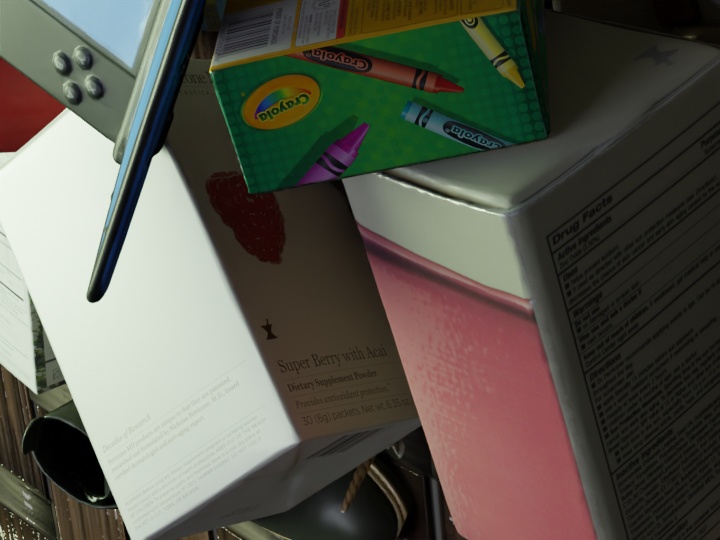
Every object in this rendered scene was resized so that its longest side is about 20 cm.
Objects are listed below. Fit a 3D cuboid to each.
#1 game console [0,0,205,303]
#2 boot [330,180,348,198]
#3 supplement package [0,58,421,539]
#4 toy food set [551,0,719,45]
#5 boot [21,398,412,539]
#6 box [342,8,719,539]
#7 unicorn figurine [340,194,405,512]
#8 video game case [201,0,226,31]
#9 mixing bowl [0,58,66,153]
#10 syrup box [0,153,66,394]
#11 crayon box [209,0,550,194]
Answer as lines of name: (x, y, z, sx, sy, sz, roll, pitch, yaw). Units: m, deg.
game console: (-0.113, -0.123, 0.826, 0.170, 0.118, 0.201, 36, 128, 16)
boot: (0.054, -0.073, 0.930, 0.199, 0.070, 0.147, 36, 125, 23)
supplement package: (-0.073, 0.012, 0.980, 0.119, 0.121, 0.201, -35, 74, 33)
toy food set: (0.139, -0.144, 0.762, 0.199, 0.060, 0.145, 9, 115, 54)
boot: (-0.081, 0.120, 1.110, 0.198, 0.138, 0.078, 24, 110, 11)
box: (0.091, 0.015, 0.823, 0.109, 0.127, 0.201, 21, 138, 48)
unicorn figurine: (0.000, 0.000, 1.053, 0.138, 0.073, 0.201, 103, 150, -42)
video game case: (-0.053, -0.197, 1.054, 0.199, 0.017, 0.144, 9, 116, 54)
mixing bowl: (-0.150, -0.146, 1.067, 0.107, 0.201, 0.202, 15, 127, 12)
syrup box: (-0.205, -0.030, 1.316, 0.081, 0.078, 0.202, 33, 133, 43)
crayon box: (0.013, -0.117, 0.811, 0.201, 0.117, 0.059, -84, -19, -55)
